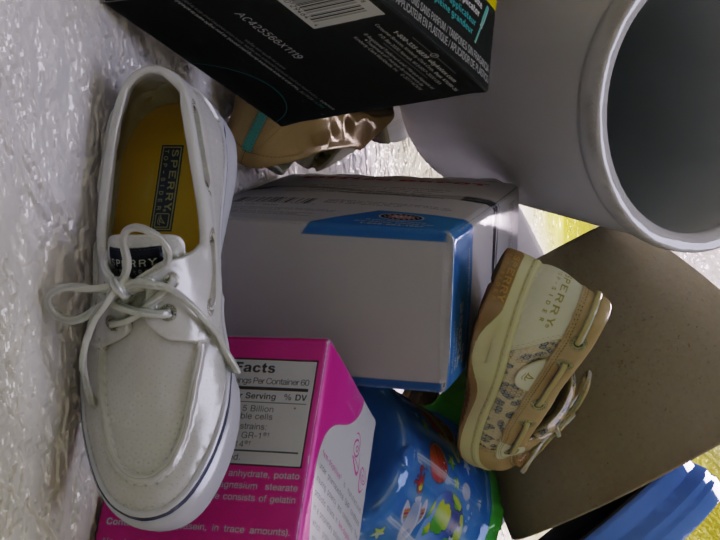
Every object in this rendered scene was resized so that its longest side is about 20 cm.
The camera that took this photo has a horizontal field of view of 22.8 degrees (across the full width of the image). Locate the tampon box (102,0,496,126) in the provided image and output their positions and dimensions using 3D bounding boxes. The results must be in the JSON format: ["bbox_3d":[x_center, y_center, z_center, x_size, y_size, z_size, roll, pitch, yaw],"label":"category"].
[{"bbox_3d":[-0.016,-0.195,0.842,0.150,0.126,0.201,30,61,-51],"label":"tampon box"}]

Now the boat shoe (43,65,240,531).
[{"bbox_3d":[-0.090,0.005,0.759,0.086,0.074,0.203,58,34,-66],"label":"boat shoe"}]

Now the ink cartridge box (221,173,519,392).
[{"bbox_3d":[0.000,0.000,0.966,0.200,0.144,0.085,-33,125,-72],"label":"ink cartridge box"}]

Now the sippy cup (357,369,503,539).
[{"bbox_3d":[0.000,0.123,1.016,0.130,0.139,0.179,51,37,-59],"label":"sippy cup"}]

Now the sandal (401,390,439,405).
[{"bbox_3d":[0.002,0.135,1.191,0.200,0.054,0.081,-51,147,-43],"label":"sandal"}]

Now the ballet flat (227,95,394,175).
[{"bbox_3d":[-0.034,-0.087,1.027,0.063,0.068,0.200,-62,166,10],"label":"ballet flat"}]

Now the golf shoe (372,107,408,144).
[{"bbox_3d":[0.048,-0.173,1.245,0.073,0.091,0.201,74,24,-54],"label":"golf shoe"}]

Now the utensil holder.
[{"bbox_3d":[0.139,-0.112,1.057,0.169,0.200,0.171,-9,107,-33],"label":"utensil holder"}]

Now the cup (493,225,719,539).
[{"bbox_3d":[0.147,0.055,1.094,0.144,0.200,0.200,61,14,5],"label":"cup"}]

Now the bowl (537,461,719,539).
[{"bbox_3d":[0.136,0.182,1.118,0.039,0.200,0.201,52,14,6],"label":"bowl"}]

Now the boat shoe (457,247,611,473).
[{"bbox_3d":[0.091,0.060,0.937,0.200,0.062,0.074,83,27,-65],"label":"boat shoe"}]

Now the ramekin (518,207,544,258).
[{"bbox_3d":[0.087,0.033,1.269,0.200,0.097,0.202,156,-90,-88],"label":"ramekin"}]

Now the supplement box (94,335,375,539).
[{"bbox_3d":[-0.061,0.140,0.830,0.101,0.103,0.201,64,32,-59],"label":"supplement box"}]
